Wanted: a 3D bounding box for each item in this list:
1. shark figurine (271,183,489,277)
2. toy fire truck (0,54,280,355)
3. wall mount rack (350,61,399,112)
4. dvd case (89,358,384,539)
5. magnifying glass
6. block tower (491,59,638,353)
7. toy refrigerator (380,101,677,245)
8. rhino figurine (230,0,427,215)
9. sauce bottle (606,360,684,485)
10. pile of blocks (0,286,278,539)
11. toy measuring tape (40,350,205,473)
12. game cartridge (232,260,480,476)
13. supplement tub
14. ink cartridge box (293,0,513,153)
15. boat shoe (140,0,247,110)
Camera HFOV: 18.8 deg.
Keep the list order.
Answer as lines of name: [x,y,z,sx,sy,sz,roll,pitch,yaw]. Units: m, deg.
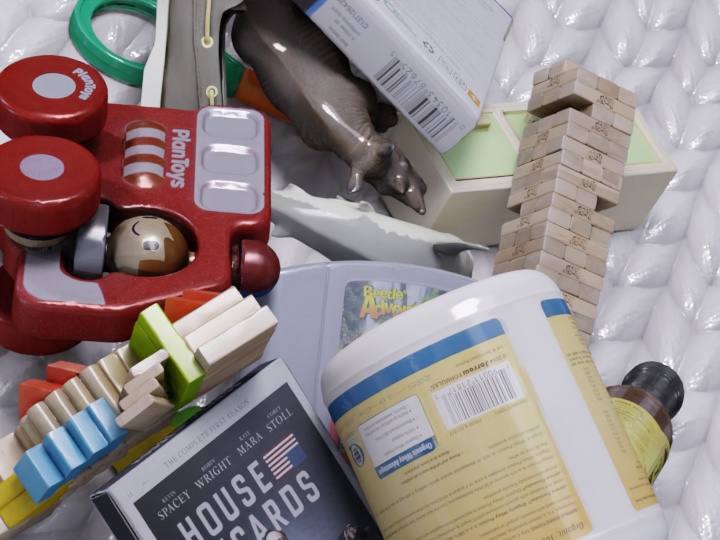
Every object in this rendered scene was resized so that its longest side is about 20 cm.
shark figurine: [-0.011,-0.003,1.347,0.214,0.090,0.128,17,1,-24]
toy fire truck: [-0.130,-0.034,1.247,0.167,0.112,0.200,3,38,-6]
wall mount rack: [-0.008,-0.206,1.549,0.200,0.075,0.174,33,40,1]
dvd case: [-0.039,0.165,1.156,0.150,0.025,0.200,-37,98,-46]
magnifying glass: [-0.101,-0.135,1.470,0.199,0.022,0.080,22,42,-7]
block tower: [0.129,-0.037,1.411,0.058,0.054,0.201,22,68,-27]
toy refrigerator: [0.114,-0.070,1.492,0.199,0.070,0.076,-7,54,-34]
rhino figurine: [-0.017,-0.105,1.406,0.200,0.060,0.087,53,11,26]
sauce bottle: [0.155,0.109,1.331,0.065,0.065,0.200,37,31,7]
pile of blocks: [-0.138,0.064,1.144,0.200,0.082,0.062,-37,79,0]
toy measuring tape: [-0.114,0.084,1.213,0.073,0.074,0.200,-25,65,-43]
game cartridge: [0.022,0.063,1.287,0.199,0.041,0.134,8,78,-23]
supplement tub: [0.078,0.116,1.174,0.144,0.145,0.201,-15,76,-39]
ink cartridge box: [0.012,-0.191,1.441,0.198,0.047,0.200,44,22,-10]
boat shoe: [-0.101,-0.167,1.386,0.060,0.203,0.072,7,2,-2]
